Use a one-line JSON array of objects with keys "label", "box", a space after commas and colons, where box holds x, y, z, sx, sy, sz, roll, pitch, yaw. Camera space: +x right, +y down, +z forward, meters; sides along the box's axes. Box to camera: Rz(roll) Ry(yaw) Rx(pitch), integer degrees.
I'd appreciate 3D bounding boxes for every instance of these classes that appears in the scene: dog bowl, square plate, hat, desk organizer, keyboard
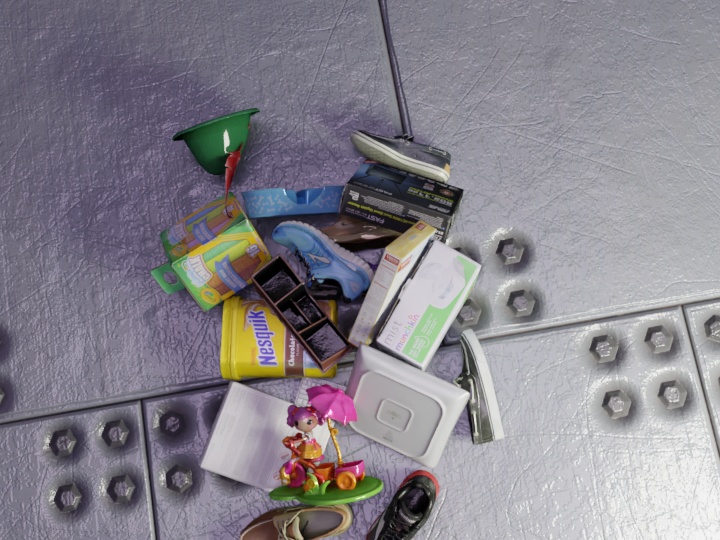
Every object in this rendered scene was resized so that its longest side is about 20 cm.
[{"label": "dog bowl", "box": [-0.116, -0.124, 1.549, 0.200, 0.111, 0.050, -5, 93, -20]}, {"label": "square plate", "box": [0.063, 0.240, 1.447, 0.200, 0.198, 0.028, 24, 36, 9]}, {"label": "hat", "box": [-0.246, -0.190, 1.576, 0.166, 0.200, 0.176, -14, 99, 43]}, {"label": "desk organizer", "box": [-0.100, 0.073, 1.453, 0.072, 0.077, 0.200, -38, 77, -10]}, {"label": "keyboard", "box": [-0.017, 0.242, 1.528, 0.200, 0.011, 0.056, 16, 80, 8]}]

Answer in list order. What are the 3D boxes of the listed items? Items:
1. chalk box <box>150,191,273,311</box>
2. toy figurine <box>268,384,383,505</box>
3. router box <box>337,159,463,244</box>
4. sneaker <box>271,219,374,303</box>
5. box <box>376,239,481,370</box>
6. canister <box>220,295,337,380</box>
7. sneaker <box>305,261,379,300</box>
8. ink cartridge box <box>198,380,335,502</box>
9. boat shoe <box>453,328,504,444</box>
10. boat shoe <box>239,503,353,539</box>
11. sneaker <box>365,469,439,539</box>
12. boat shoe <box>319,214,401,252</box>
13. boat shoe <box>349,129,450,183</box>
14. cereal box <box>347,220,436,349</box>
[{"label": "chalk box", "box": [-0.275, -0.024, 1.522, 0.200, 0.124, 0.124, -33, 38, -3]}, {"label": "toy figurine", "box": [-0.070, 0.286, 1.440, 0.200, 0.150, 0.184, -7, 90, 17]}, {"label": "router box", "box": [0.076, -0.125, 1.524, 0.200, 0.150, 0.062, 18, 118, 7]}, {"label": "sneaker", "box": [-0.076, -0.014, 1.470, 0.200, 0.078, 0.090, 32, 75, 13]}, {"label": "box", "box": [0.115, 0.067, 1.470, 0.097, 0.176, 0.200, 30, 81, 8]}, {"label": "canister", "box": [-0.143, 0.122, 1.525, 0.200, 0.087, 0.149, 0, 76, 2]}, {"label": "sneaker", "box": [0.000, 0.000, 1.547, 0.200, 0.081, 0.084, -2, 56, -4]}, {"label": "ink cartridge box", "box": [-0.167, 0.305, 1.516, 0.200, 0.050, 0.161, 22, 82, -11]}, {"label": "boat shoe", "box": [0.198, 0.204, 1.490, 0.064, 0.071, 0.200, -13, 79, 0]}, {"label": "boat shoe", "box": [-0.113, 0.440, 1.461, 0.200, 0.074, 0.076, -18, 77, 0]}, {"label": "sneaker", "box": [0.064, 0.430, 1.439, 0.071, 0.098, 0.201, 34, 84, 8]}, {"label": "boat shoe", "box": [-0.018, -0.072, 1.568, 0.200, 0.071, 0.065, -6, 71, -5]}, {"label": "boat shoe", "box": [0.077, -0.223, 1.589, 0.200, 0.075, 0.062, 21, 75, 3]}, {"label": "cereal box", "box": [0.053, 0.024, 1.434, 0.040, 0.144, 0.200, 30, 122, 14]}]
